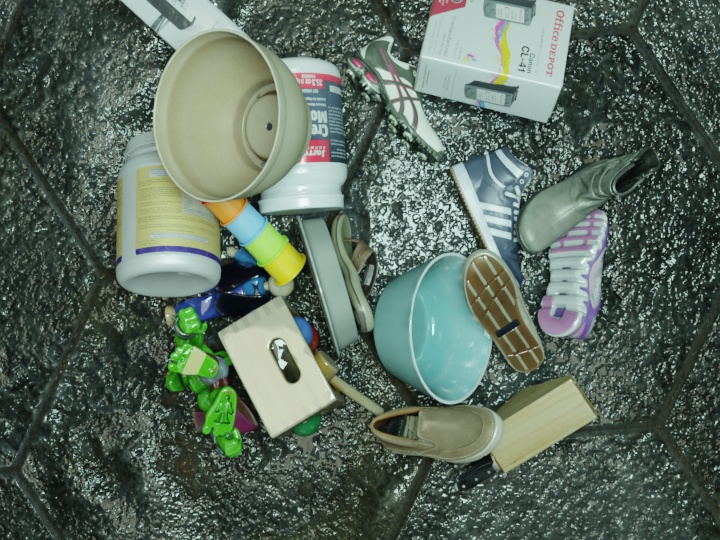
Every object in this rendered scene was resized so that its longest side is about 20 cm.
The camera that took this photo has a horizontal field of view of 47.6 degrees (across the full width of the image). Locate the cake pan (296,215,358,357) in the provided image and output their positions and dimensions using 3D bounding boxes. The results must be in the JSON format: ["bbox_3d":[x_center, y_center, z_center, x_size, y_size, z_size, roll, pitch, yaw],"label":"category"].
[{"bbox_3d":[-0.044,0.018,1.129,0.036,0.200,0.204,-16,90,-4],"label":"cake pan"}]

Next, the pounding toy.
[{"bbox_3d":[-0.077,0.148,1.149,0.141,0.184,0.202,-30,80,-2],"label":"pounding toy"}]

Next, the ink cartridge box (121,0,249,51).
[{"bbox_3d":[-0.236,-0.343,1.157,0.200,0.144,0.084,43,93,2],"label":"ink cartridge box"}]

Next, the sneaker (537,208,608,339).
[{"bbox_3d":[0.316,0.011,1.172,0.080,0.088,0.204,2,68,45],"label":"sneaker"}]

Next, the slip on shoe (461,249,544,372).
[{"bbox_3d":[0.198,0.051,1.147,0.075,0.061,0.201,-30,113,12],"label":"slip on shoe"}]

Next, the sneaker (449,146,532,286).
[{"bbox_3d":[0.215,-0.079,1.174,0.107,0.070,0.203,-24,87,5],"label":"sneaker"}]

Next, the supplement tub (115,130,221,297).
[{"bbox_3d":[-0.269,-0.077,1.148,0.142,0.146,0.204,-5,73,3],"label":"supplement tub"}]

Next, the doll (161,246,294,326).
[{"bbox_3d":[-0.193,0.036,1.211,0.196,0.048,0.139,-11,94,6],"label":"doll"}]

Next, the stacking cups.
[{"bbox_3d":[-0.161,-0.067,1.123,0.060,0.061,0.200,-42,112,3],"label":"stacking cups"}]

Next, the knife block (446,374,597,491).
[{"bbox_3d":[0.210,0.233,1.134,0.175,0.200,0.064,-37,89,-26],"label":"knife block"}]

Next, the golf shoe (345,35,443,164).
[{"bbox_3d":[0.066,-0.247,1.178,0.088,0.077,0.201,-39,89,-4],"label":"golf shoe"}]

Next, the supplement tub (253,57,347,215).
[{"bbox_3d":[-0.090,-0.186,1.154,0.137,0.140,0.205,-4,91,3],"label":"supplement tub"}]

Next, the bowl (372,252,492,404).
[{"bbox_3d":[0.091,0.078,1.141,0.104,0.199,0.205,-1,92,42],"label":"bowl"}]

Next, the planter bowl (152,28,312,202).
[{"bbox_3d":[-0.143,-0.187,1.027,0.197,0.134,0.205,2,94,29],"label":"planter bowl"}]

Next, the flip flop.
[{"bbox_3d":[0.000,0.000,1.146,0.057,0.202,0.082,-18,134,1],"label":"flip flop"}]

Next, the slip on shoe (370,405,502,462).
[{"bbox_3d":[0.101,0.220,1.134,0.197,0.060,0.077,-6,60,42],"label":"slip on shoe"}]

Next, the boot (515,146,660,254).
[{"bbox_3d":[0.306,-0.103,1.106,0.199,0.130,0.068,-39,99,-22],"label":"boot"}]

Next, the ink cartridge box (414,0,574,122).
[{"bbox_3d":[0.186,-0.310,1.141,0.196,0.086,0.150,13,67,4],"label":"ink cartridge box"}]

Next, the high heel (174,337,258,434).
[{"bbox_3d":[-0.208,0.148,1.193,0.094,0.068,0.204,-4,115,12],"label":"high heel"}]

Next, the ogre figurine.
[{"bbox_3d":[-0.210,0.144,1.104,0.098,0.120,0.201,-39,106,-10],"label":"ogre figurine"}]
